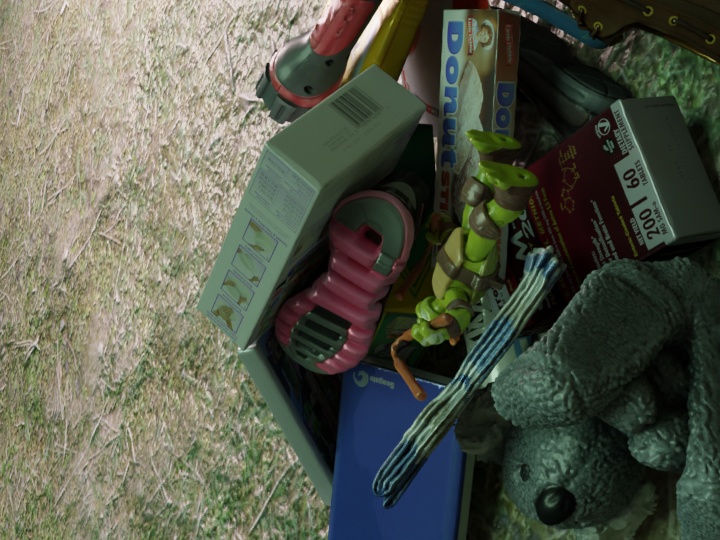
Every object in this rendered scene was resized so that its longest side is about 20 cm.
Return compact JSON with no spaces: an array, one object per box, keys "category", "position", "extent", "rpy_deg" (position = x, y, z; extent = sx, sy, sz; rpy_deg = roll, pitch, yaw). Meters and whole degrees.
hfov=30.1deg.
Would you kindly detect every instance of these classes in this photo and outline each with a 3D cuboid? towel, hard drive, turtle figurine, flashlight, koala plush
[{"category":"towel","position":[0.074,0.067,0.916],"extent":[0.201,0.024,0.147],"rpy_deg":[-55,-4,5]},{"category":"hard drive","position":[0.033,0.182,1.119],"extent":[0.131,0.025,0.202],"rpy_deg":[13,102,38]},{"category":"turtle figurine","position":[0.075,-0.007,0.943],"extent":[0.200,0.064,0.162],"rpy_deg":[-78,8,-60]},{"category":"flashlight","position":[-0.022,-0.194,1.061],"extent":[0.200,0.067,0.068],"rpy_deg":[128,146,-53]},{"category":"koala plush","position":[0.162,0.105,0.883],"extent":[0.184,0.177,0.200],"rpy_deg":[-56,-1,-45]}]

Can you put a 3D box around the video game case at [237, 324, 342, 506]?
[{"category":"video game case","position":[-0.046,0.077,1.192],"extent":[0.023,0.201,0.183],"rpy_deg":[-10,39,19]}]

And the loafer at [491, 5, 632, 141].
[{"category":"loafer","position":[0.142,-0.153,1.080],"extent":[0.200,0.071,0.063],"rpy_deg":[51,130,49]}]

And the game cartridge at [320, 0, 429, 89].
[{"category":"game cartridge","position":[0.002,-0.206,1.137],"extent":[0.177,0.032,0.201],"rpy_deg":[-104,29,-49]}]

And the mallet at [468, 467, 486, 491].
[{"category":"mallet","position":[0.048,0.170,1.179],"extent":[0.199,0.041,0.066],"rpy_deg":[-18,47,53]}]

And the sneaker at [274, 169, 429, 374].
[{"category":"sneaker","position":[0.000,0.000,1.048],"extent":[0.200,0.079,0.096],"rpy_deg":[-58,-1,40]}]

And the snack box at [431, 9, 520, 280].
[{"category":"snack box","position":[0.087,-0.096,1.019],"extent":[0.072,0.024,0.202],"rpy_deg":[16,107,58]}]

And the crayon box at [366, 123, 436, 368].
[{"category":"crayon box","position":[0.026,-0.007,1.184],"extent":[0.200,0.058,0.174],"rpy_deg":[111,157,-66]}]

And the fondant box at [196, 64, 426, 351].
[{"category":"fondant box","position":[-0.041,-0.047,1.040],"extent":[0.058,0.144,0.200],"rpy_deg":[39,137,11]}]

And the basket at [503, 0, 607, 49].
[{"category":"basket","position":[0.127,-0.280,1.031],"extent":[0.139,0.175,0.201],"rpy_deg":[-32,45,51]}]

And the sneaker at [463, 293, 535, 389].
[{"category":"sneaker","position":[0.098,0.014,1.107],"extent":[0.072,0.072,0.202],"rpy_deg":[-29,59,52]}]

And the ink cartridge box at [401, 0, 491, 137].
[{"category":"ink cartridge box","position":[0.070,-0.180,1.134],"extent":[0.200,0.050,0.163],"rpy_deg":[-108,8,-57]}]

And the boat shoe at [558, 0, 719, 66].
[{"category":"boat shoe","position":[0.174,-0.190,0.925],"extent":[0.072,0.199,0.068],"rpy_deg":[-43,-33,-75]}]

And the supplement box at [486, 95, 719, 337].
[{"category":"supplement box","position":[0.166,-0.035,0.988],"extent":[0.200,0.061,0.110],"rpy_deg":[-39,66,51]}]
